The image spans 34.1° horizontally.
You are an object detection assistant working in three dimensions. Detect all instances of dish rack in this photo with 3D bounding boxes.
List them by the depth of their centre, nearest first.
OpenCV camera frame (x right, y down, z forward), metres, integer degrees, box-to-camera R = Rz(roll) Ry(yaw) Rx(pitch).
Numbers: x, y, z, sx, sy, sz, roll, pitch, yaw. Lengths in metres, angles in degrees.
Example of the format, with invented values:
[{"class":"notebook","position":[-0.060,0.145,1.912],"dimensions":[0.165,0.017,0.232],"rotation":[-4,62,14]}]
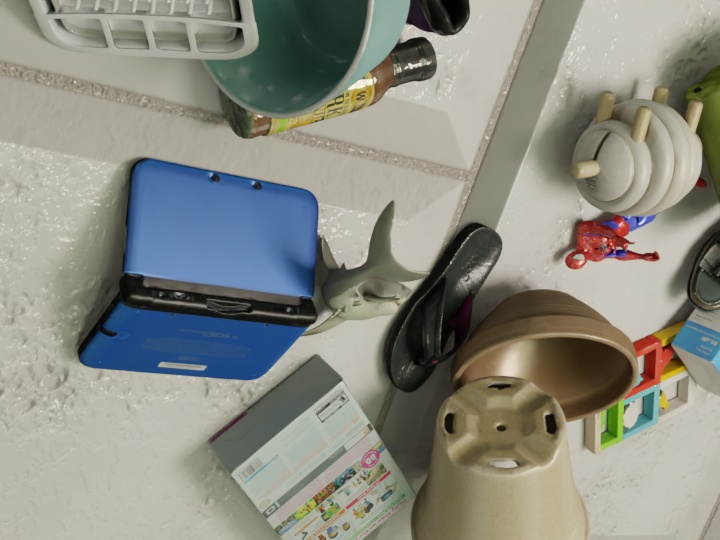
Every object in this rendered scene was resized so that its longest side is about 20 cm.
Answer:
[{"class":"dish rack","position":[-0.164,-0.225,0.860],"dimensions":[0.172,0.044,0.200],"rotation":[3,160,1]}]

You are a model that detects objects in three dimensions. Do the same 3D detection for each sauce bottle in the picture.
[{"class":"sauce bottle","position":[-0.024,-0.171,1.054],"dimensions":[0.200,0.065,0.065],"rotation":[-20,123,-24]}]

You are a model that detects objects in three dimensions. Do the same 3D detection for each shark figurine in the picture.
[{"class":"shark figurine","position":[-0.012,0.000,1.124],"dimensions":[0.128,0.090,0.214],"rotation":[-18,167,-4]}]

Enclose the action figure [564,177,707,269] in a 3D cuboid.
[{"class":"action figure","position":[0.323,-0.054,1.324],"dimensions":[0.200,0.099,0.065],"rotation":[-35,127,-11]}]

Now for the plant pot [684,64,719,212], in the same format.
[{"class":"plant pot","position":[0.458,-0.144,1.305],"dimensions":[0.200,0.200,0.190],"rotation":[-34,102,-15]}]

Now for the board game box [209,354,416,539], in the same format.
[{"class":"board game box","position":[-0.046,0.210,1.234],"dimensions":[0.148,0.064,0.200],"rotation":[-38,127,-11]}]

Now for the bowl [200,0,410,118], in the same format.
[{"class":"bowl","position":[-0.039,-0.229,0.953],"dimensions":[0.105,0.201,0.201],"rotation":[-19,125,-49]}]

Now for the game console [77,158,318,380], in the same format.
[{"class":"game console","position":[-0.148,0.007,1.092],"dimensions":[0.200,0.118,0.171],"rotation":[9,139,-36]}]

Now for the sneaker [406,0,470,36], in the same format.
[{"class":"sneaker","position":[0.072,-0.307,1.031],"dimensions":[0.076,0.088,0.200],"rotation":[-20,122,-24]}]

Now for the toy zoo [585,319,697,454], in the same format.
[{"class":"toy zoo","position":[0.371,0.142,1.501],"dimensions":[0.200,0.020,0.131],"rotation":[-21,123,-24]}]

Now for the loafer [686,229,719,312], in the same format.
[{"class":"loafer","position":[0.470,-0.037,1.434],"dimensions":[0.200,0.072,0.063],"rotation":[-49,167,-12]}]

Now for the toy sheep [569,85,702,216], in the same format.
[{"class":"toy sheep","position":[0.291,-0.121,1.246],"dimensions":[0.200,0.138,0.138],"rotation":[-9,118,-34]}]

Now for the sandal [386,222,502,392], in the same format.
[{"class":"sandal","position":[0.091,0.044,1.248],"dimensions":[0.075,0.048,0.200],"rotation":[23,99,-39]}]

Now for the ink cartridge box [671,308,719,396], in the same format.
[{"class":"ink cartridge box","position":[0.493,0.055,1.491],"dimensions":[0.200,0.067,0.116],"rotation":[-53,130,-10]}]

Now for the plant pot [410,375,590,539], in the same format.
[{"class":"plant pot","position":[0.150,0.218,1.255],"dimensions":[0.200,0.200,0.184],"rotation":[-26,137,-20]}]

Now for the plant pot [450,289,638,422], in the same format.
[{"class":"plant pot","position":[0.196,0.085,1.285],"dimensions":[0.201,0.093,0.201],"rotation":[-1,145,-1]}]
